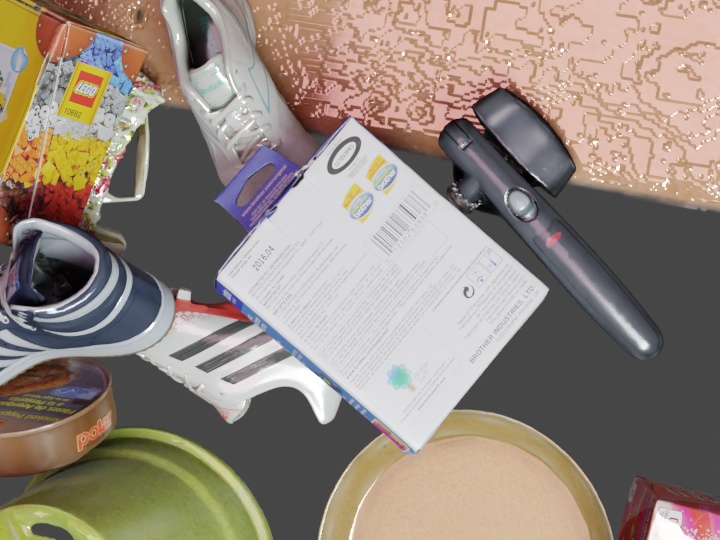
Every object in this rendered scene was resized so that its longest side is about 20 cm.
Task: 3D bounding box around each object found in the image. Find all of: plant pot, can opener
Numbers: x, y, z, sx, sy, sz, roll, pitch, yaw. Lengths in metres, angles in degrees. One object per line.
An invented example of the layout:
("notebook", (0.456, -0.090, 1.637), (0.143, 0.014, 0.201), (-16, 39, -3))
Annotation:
("plant pot", (0.070, 0.190, 1.494), (0.198, 0.027, 0.202), (0, 89, 16))
("can opener", (0.122, -0.022, 1.459), (0.078, 0.063, 0.201), (-39, 80, 12))
("plant pot", (-0.174, 0.205, 1.481), (0.198, 0.184, 0.202), (0, 89, 16))

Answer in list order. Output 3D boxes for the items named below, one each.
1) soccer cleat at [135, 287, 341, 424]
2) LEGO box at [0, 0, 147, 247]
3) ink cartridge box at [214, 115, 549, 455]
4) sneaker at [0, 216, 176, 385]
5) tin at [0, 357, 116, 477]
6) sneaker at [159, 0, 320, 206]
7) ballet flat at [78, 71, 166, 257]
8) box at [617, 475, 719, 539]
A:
("soccer cleat", (-0.103, 0.056, 1.519), (0.198, 0.069, 0.086), (5, 90, 8))
("LEGO box", (-0.253, -0.117, 1.521), (0.199, 0.077, 0.150), (29, 99, 39))
("ink cartridge box", (0.000, 0.000, 1.453), (0.200, 0.076, 0.137), (41, 82, -1))
("sneaker", (-0.227, 0.023, 1.461), (0.198, 0.109, 0.071), (-12, 66, 16))
("tin", (-0.252, 0.092, 1.529), (0.199, 0.112, 0.042), (5, 113, 30))
("sneaker", (-0.083, -0.103, 1.510), (0.070, 0.080, 0.201), (-28, 84, 12))
("ballet flat", (-0.179, -0.045, 1.546), (0.063, 0.076, 0.202), (15, 101, -18))
("box", (0.197, 0.237, 1.411), (0.099, 0.095, 0.202), (13, 94, -3))
